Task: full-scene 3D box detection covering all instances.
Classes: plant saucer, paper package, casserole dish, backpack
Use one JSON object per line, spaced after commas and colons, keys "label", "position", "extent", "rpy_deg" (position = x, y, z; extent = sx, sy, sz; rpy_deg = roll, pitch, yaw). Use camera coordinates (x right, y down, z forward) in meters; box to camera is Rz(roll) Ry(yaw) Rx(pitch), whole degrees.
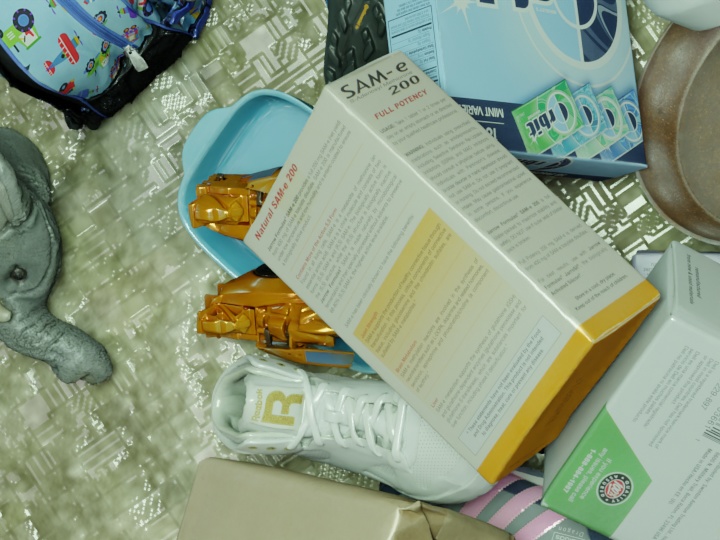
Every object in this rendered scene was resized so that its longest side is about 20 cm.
{"label": "plant saucer", "position": [0.251, -0.100, 1.365], "extent": [0.200, 0.034, 0.201], "rpy_deg": [-20, 55, 31]}
{"label": "paper package", "position": [-0.026, 0.217, 1.348], "extent": [0.200, 0.103, 0.191], "rpy_deg": [8, 78, 52]}
{"label": "casserole dish", "position": [-0.021, -0.027, 1.433], "extent": [0.200, 0.039, 0.121], "rpy_deg": [40, 114, 6]}
{"label": "backpack", "position": [-0.190, -0.189, 1.393], "extent": [0.134, 0.200, 0.183], "rpy_deg": [-39, 83, 6]}

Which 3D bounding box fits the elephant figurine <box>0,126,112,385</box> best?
{"label": "elephant figurine", "position": [-0.245, -0.033, 1.450], "extent": [0.199, 0.155, 0.142], "rpy_deg": [6, 47, -2]}

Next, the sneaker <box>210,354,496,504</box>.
{"label": "sneaker", "position": [-0.010, 0.091, 1.349], "extent": [0.115, 0.200, 0.074], "rpy_deg": [9, 85, -34]}

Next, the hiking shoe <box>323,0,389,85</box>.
{"label": "hiking shoe", "position": [0.012, -0.166, 1.426], "extent": [0.074, 0.087, 0.201], "rpy_deg": [-8, 111, 21]}

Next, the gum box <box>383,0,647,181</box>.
{"label": "gum box", "position": [0.086, -0.158, 1.360], "extent": [0.044, 0.170, 0.201], "rpy_deg": [-15, 77, 45]}

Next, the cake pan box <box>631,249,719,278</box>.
{"label": "cake pan box", "position": [0.259, 0.081, 1.398], "extent": [0.199, 0.052, 0.185], "rpy_deg": [2, 92, 8]}

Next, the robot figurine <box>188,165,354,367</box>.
{"label": "robot figurine", "position": [0.000, 0.000, 1.378], "extent": [0.199, 0.058, 0.146], "rpy_deg": [4, 111, 21]}

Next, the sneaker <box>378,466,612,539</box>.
{"label": "sneaker", "position": [0.090, 0.163, 1.371], "extent": [0.199, 0.070, 0.082], "rpy_deg": [9, 56, 30]}

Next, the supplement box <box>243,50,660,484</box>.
{"label": "supplement box", "position": [0.046, -0.003, 1.257], "extent": [0.200, 0.073, 0.126], "rpy_deg": [45, 133, 14]}

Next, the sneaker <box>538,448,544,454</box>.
{"label": "sneaker", "position": [0.109, 0.083, 1.383], "extent": [0.200, 0.070, 0.078], "rpy_deg": [-34, 86, 36]}

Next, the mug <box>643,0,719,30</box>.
{"label": "mug", "position": [0.205, -0.231, 1.332], "extent": [0.186, 0.149, 0.153], "rpy_deg": [-25, 104, 28]}

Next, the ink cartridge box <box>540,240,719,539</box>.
{"label": "ink cartridge box", "position": [0.220, 0.098, 1.287], "extent": [0.200, 0.088, 0.146], "rpy_deg": [26, 119, -8]}
